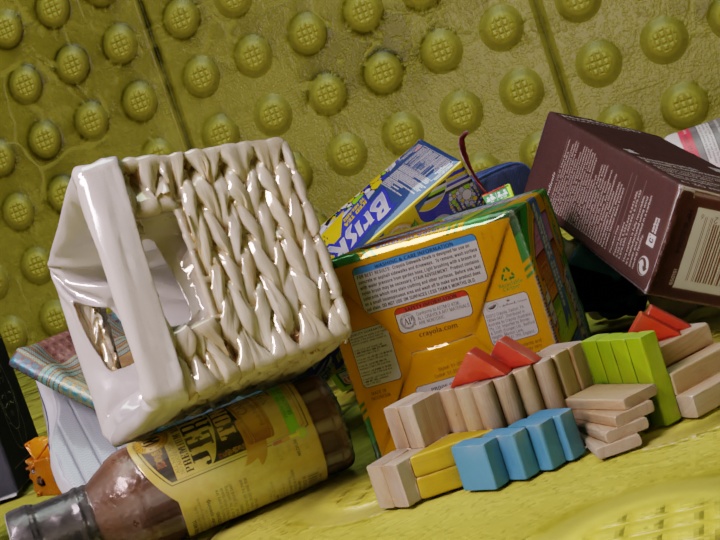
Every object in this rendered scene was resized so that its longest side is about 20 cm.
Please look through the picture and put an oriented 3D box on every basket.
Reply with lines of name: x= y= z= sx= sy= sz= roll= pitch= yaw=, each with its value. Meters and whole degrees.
basket: x=-0.101 y=0.015 z=0.678 sx=0.123 sy=0.137 sz=0.200 roll=-17 pitch=-8 yaw=-23

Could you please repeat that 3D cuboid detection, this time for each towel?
towel: x=-0.130 y=0.082 z=0.830 sx=0.199 sy=0.022 sz=0.146 roll=23 pitch=21 yaw=19

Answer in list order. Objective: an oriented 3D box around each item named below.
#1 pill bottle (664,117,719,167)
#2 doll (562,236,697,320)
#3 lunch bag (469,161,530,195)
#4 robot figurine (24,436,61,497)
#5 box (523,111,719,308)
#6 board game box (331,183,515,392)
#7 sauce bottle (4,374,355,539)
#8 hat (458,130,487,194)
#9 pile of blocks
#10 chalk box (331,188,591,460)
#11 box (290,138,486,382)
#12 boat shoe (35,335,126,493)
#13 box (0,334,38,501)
pill bottle: x=0.400 y=-0.107 z=1.097 sx=0.199 sy=0.112 sz=0.111 roll=-18 pitch=4 yaw=15
doll: x=0.153 y=0.012 z=0.848 sx=0.199 sy=0.049 sz=0.136 roll=-2 pitch=-24 yaw=31
lunch bag: x=0.108 y=-0.029 z=1.236 sx=0.199 sy=0.137 sz=0.132 roll=-22 pitch=5 yaw=-43
robot figurine: x=-0.161 y=0.127 z=0.919 sx=0.199 sy=0.059 sz=0.145 roll=-18 pitch=6 yaw=19
box: x=0.197 y=-0.044 z=0.772 sx=0.099 sy=0.076 sz=0.200 roll=9 pitch=16 yaw=-19
board game box: x=0.056 y=0.015 z=0.976 sx=0.199 sy=0.102 sz=0.048 roll=-24 pitch=-41 yaw=9
sauce bottle: x=-0.103 y=0.122 z=0.666 sx=0.199 sy=0.065 sz=0.065 roll=-21 pitch=4 yaw=-16
hat: x=0.110 y=-0.039 z=1.039 sx=0.165 sy=0.177 sz=0.200 roll=-21 pitch=4 yaw=-26
pile of blocks: x=0.095 y=0.060 z=0.578 sx=0.198 sy=0.063 sz=0.082 roll=-20 pitch=4 yaw=-4
chalk box: x=0.072 y=0.025 z=0.729 sx=0.124 sy=0.125 sz=0.200 roll=-17 pitch=4 yaw=16
box: x=0.000 y=0.000 z=0.833 sx=0.200 sy=0.070 sz=0.064 roll=-41 pitch=32 yaw=-7
boat shoe: x=-0.191 y=0.120 z=0.828 sx=0.071 sy=0.062 sz=0.200 roll=-14 pitch=35 yaw=-18
box: x=-0.388 y=0.119 z=1.077 sx=0.106 sy=0.202 sz=0.148 roll=-20 pitch=3 yaw=-5
